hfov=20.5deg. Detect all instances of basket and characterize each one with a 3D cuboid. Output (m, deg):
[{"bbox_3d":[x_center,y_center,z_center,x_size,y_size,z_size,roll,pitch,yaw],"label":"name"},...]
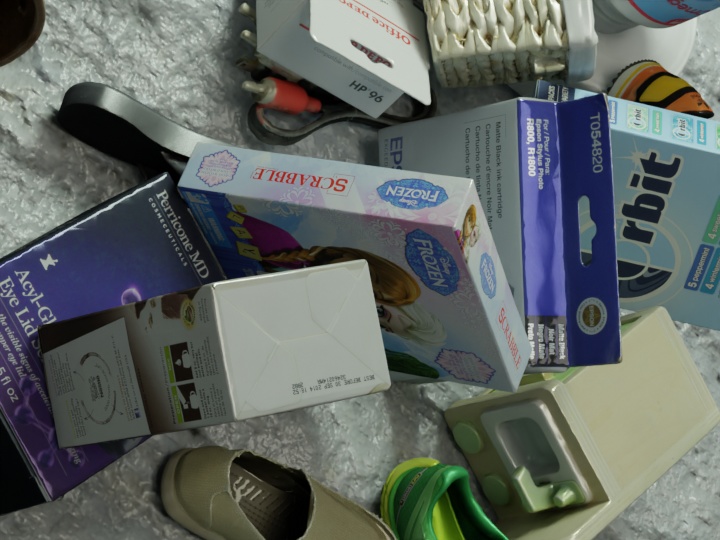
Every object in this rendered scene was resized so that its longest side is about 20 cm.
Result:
[{"bbox_3d":[0.104,-0.242,1.494,0.123,0.136,0.201,-7,83,5],"label":"basket"}]

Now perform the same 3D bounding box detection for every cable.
[{"bbox_3d":[-0.015,-0.131,1.509,0.199,0.050,0.098,14,64,-33],"label":"cable"}]

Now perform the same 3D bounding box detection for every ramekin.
[{"bbox_3d":[0.177,-0.225,1.653,0.202,0.094,0.203,10,72,-34],"label":"ramekin"}]

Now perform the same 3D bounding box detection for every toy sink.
[{"bbox_3d":[0.153,0.124,1.520,0.200,0.130,0.112,-35,99,-37],"label":"toy sink"}]

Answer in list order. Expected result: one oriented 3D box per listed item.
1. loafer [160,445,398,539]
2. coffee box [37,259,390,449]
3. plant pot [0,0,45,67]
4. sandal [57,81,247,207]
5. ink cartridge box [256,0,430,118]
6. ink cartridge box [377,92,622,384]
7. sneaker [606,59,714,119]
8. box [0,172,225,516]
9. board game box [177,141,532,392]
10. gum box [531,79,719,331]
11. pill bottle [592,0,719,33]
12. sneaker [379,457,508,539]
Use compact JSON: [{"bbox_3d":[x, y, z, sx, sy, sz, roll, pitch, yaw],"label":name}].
[{"bbox_3d":[-0.046,0.180,1.393,0.200,0.068,0.076,27,63,-29],"label":"loafer"},{"bbox_3d":[-0.091,0.051,1.177,0.113,0.200,0.080,-9,87,-39],"label":"coffee box"},{"bbox_3d":[-0.298,-0.250,1.253,0.200,0.200,0.199,13,62,-34],"label":"plant pot"},{"bbox_3d":[-0.123,-0.068,1.403,0.199,0.076,0.043,23,63,-19],"label":"sandal"},{"bbox_3d":[-0.015,-0.195,1.472,0.116,0.068,0.201,27,40,-29],"label":"ink cartridge box"},{"bbox_3d":[0.097,-0.021,1.459,0.041,0.199,0.201,5,80,-45],"label":"ink cartridge box"},{"bbox_3d":[0.216,-0.062,1.587,0.070,0.090,0.201,2,116,-40],"label":"sneaker"},{"bbox_3d":[-0.186,0.048,1.301,0.200,0.104,0.148,-34,98,-37],"label":"box"},{"bbox_3d":[0.000,0.000,1.344,0.200,0.199,0.041,65,41,-51],"label":"board game box"},{"bbox_3d":[0.211,-0.047,1.535,0.199,0.170,0.045,12,42,-2],"label":"gum box"},{"bbox_3d":[0.250,-0.250,1.526,0.108,0.200,0.109,10,72,-34],"label":"pill bottle"},{"bbox_3d":[0.073,0.234,1.458,0.074,0.083,0.201,-22,94,-38],"label":"sneaker"}]
